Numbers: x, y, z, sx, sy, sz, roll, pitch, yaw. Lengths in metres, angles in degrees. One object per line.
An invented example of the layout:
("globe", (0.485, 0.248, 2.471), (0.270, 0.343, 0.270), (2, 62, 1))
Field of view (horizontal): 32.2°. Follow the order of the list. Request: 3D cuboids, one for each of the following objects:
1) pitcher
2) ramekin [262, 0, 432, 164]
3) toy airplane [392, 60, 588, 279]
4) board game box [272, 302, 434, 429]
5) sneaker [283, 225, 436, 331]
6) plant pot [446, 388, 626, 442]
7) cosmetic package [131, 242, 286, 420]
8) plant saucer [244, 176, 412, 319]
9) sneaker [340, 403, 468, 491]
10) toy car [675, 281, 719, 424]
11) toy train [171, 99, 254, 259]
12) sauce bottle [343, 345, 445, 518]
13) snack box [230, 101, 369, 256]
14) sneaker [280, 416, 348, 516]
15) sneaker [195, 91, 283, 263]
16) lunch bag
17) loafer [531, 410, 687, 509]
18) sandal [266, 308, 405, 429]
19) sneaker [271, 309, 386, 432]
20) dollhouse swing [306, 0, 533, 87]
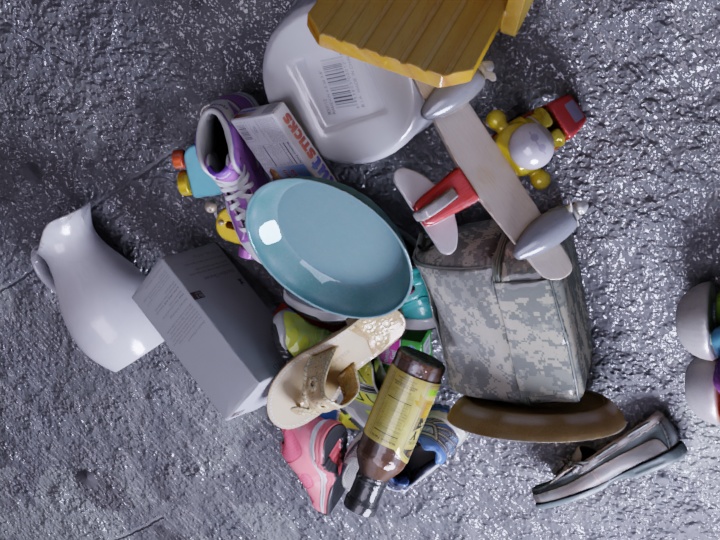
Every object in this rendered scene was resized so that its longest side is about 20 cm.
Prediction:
("pitcher", (-0.347, 0.032, 1.615), (0.200, 0.121, 0.171), (57, 145, -3))
("ramekin", (-0.006, -0.210, 1.312), (0.200, 0.098, 0.201), (11, 124, 17))
("toy airplane", (0.134, -0.105, 1.231), (0.199, 0.200, 0.141), (14, 165, -20))
("board game box", (-0.009, 0.127, 1.558), (0.199, 0.040, 0.154), (7, 122, 20))
("sneaker", (0.000, 0.000, 1.448), (0.199, 0.084, 0.121), (5, 124, 16))
("plant pot", (0.197, 0.155, 1.399), (0.199, 0.200, 0.028), (4, 98, 22))
("cosmetic package", (-0.168, 0.072, 1.511), (0.200, 0.113, 0.081), (48, 121, 13))
("plant saucer", (-0.029, -0.031, 1.343), (0.199, 0.036, 0.200), (19, 140, 17))
("sneaker", (0.038, 0.231, 1.523), (0.077, 0.085, 0.200), (47, 127, -9))
("toy car", (0.415, 0.105, 1.287), (0.174, 0.150, 0.201), (-1, 119, 25))
("toy train", (-0.122, -0.103, 1.463), (0.200, 0.056, 0.150), (43, 112, 1))
("sauce bottle", (0.035, 0.189, 1.447), (0.065, 0.065, 0.201), (24, 100, 8))
("snack box", (-0.059, -0.094, 1.350), (0.072, 0.024, 0.200), (-2, 132, 46))
("sneaker", (-0.061, 0.243, 1.626), (0.087, 0.074, 0.201), (23, 145, 21))
("sneaker", (-0.137, -0.090, 1.380), (0.072, 0.114, 0.201), (-13, 104, 18))
("lunch bag", (0.155, 0.041, 1.368), (0.167, 0.139, 0.201), (-6, 119, 20))
("loafer", (0.287, 0.224, 1.481), (0.200, 0.072, 0.063), (-27, 87, 27))
("sandal", (-0.031, 0.121, 1.413), (0.078, 0.070, 0.212), (39, 108, -23))
("sneaker", (-0.021, 0.109, 1.489), (0.200, 0.076, 0.076), (41, 120, -17))
("dollhouse swing", (0.063, -0.303, 1.176), (0.199, 0.176, 0.182), (22, 126, 11))
